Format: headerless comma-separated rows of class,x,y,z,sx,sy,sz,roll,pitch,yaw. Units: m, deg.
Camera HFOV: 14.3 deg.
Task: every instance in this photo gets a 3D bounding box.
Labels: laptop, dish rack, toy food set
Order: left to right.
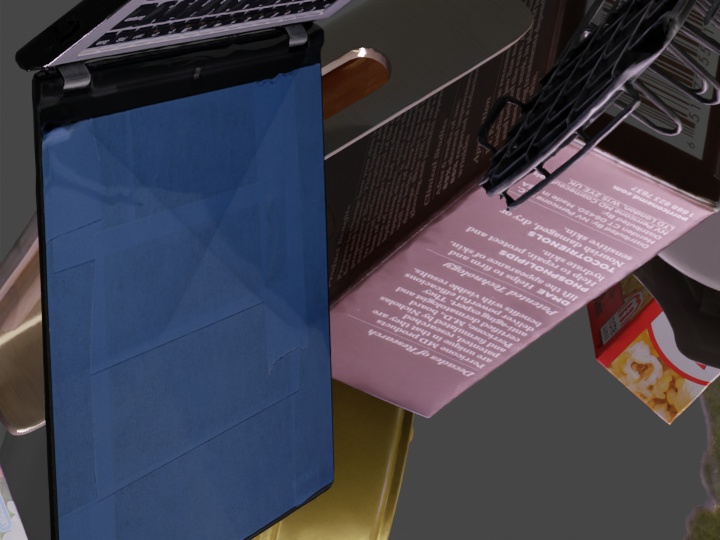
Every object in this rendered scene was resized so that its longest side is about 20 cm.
toy food set,-0.036,-0.015,0.893,0.143,0.060,0.200,-32,176,-25
laptop,0.007,-0.028,0.689,0.200,0.116,0.187,-36,176,20
dish rack,0.109,-0.097,0.775,0.200,0.054,0.153,-56,-176,-25

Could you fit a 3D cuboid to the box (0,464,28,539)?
box,-0.165,0.154,0.988,0.137,0.200,0.039,-25,-141,-14

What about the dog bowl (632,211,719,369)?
dog bowl,0.161,-0.060,1.083,0.200,0.200,0.059,-36,-169,27

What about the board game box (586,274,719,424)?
board game box,0.179,-0.042,1.214,0.200,0.046,0.152,-47,-169,13

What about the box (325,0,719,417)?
box,0.049,-0.035,0.984,0.200,0.075,0.100,-37,-146,54

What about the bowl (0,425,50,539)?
bowl,-0.122,0.128,1.164,0.200,0.074,0.200,108,-5,-48

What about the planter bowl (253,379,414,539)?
planter bowl,-0.026,0.080,1.140,0.200,0.083,0.201,-168,-90,-88
